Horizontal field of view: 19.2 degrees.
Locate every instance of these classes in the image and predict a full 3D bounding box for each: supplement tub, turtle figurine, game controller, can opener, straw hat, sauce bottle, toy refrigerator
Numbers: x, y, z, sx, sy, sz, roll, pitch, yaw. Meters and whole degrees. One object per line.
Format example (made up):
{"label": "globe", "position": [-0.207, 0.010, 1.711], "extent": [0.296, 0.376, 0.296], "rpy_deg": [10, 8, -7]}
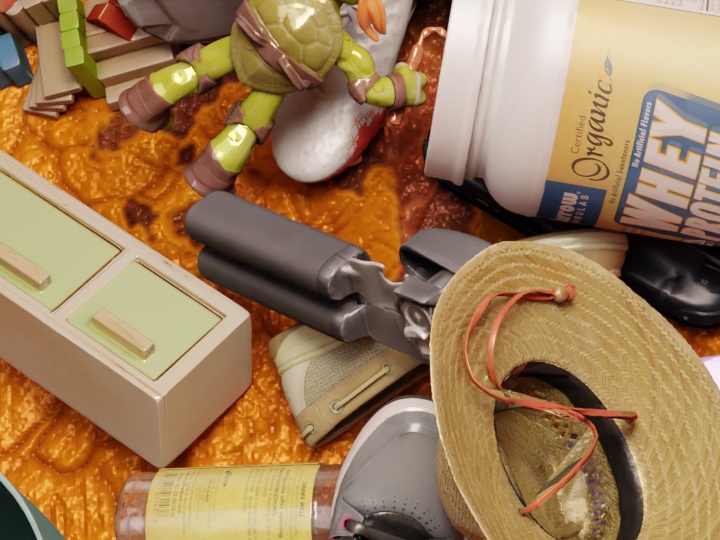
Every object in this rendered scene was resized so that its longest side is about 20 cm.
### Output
{"label": "supplement tub", "position": [0.138, -0.089, 1.025], "extent": [0.199, 0.145, 0.145], "rpy_deg": [9, 73, 2]}
{"label": "turtle figurine", "position": [-0.037, -0.107, 1.102], "extent": [0.200, 0.064, 0.161], "rpy_deg": [41, 113, -15]}
{"label": "game controller", "position": [0.133, -0.052, 1.125], "extent": [0.200, 0.042, 0.104], "rpy_deg": [32, 67, 22]}
{"label": "can opener", "position": [0.000, 0.000, 1.065], "extent": [0.200, 0.053, 0.067], "rpy_deg": [23, 50, 41]}
{"label": "straw hat", "position": [0.083, 0.092, 0.977], "extent": [0.085, 0.201, 0.202], "rpy_deg": [-33, 60, 43]}
{"label": "sauce bottle", "position": [-0.023, 0.129, 1.082], "extent": [0.199, 0.066, 0.066], "rpy_deg": [-3, 71, 16]}
{"label": "toy refrigerator", "position": [-0.157, 0.013, 1.143], "extent": [0.200, 0.070, 0.076], "rpy_deg": [33, 56, 22]}

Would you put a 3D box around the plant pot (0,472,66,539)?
{"label": "plant pot", "position": [-0.215, 0.194, 1.058], "extent": [0.200, 0.161, 0.201], "rpy_deg": [-5, 70, 13]}

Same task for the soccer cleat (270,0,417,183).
{"label": "soccer cleat", "position": [-0.002, -0.145, 1.161], "extent": [0.068, 0.085, 0.200], "rpy_deg": [21, 77, 20]}

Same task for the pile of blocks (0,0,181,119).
{"label": "pile of blocks", "position": [-0.197, -0.140, 1.224], "extent": [0.199, 0.062, 0.082], "rpy_deg": [9, 74, 18]}

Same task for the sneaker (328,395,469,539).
{"label": "sneaker", "position": [0.003, 0.166, 0.993], "extent": [0.083, 0.121, 0.201], "rpy_deg": [14, 104, -1]}

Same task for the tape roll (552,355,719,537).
{"label": "tape roll", "position": [0.183, 0.145, 1.024], "extent": [0.199, 0.066, 0.201], "rpy_deg": [-5, 70, 14]}

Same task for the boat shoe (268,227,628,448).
{"label": "boat shoe", "position": [0.049, 0.031, 1.090], "extent": [0.200, 0.073, 0.063], "rpy_deg": [-21, 82, 18]}

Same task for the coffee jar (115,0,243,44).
{"label": "coffee jar", "position": [-0.080, -0.231, 1.195], "extent": [0.104, 0.085, 0.201], "rpy_deg": [-10, 58, 20]}
